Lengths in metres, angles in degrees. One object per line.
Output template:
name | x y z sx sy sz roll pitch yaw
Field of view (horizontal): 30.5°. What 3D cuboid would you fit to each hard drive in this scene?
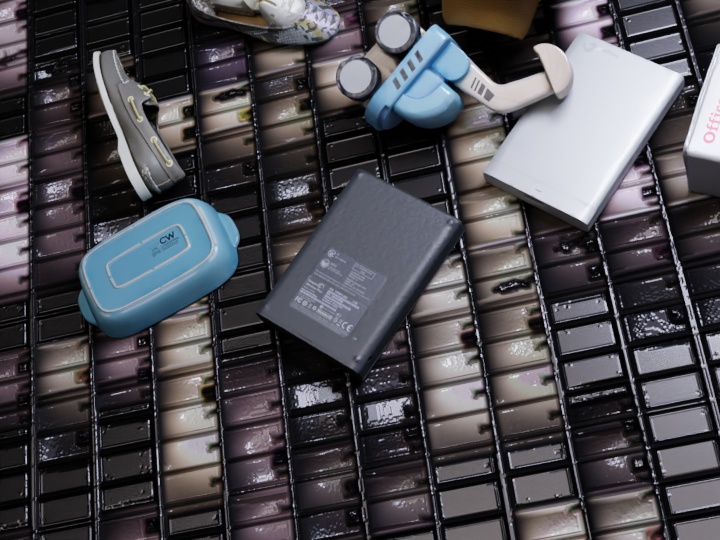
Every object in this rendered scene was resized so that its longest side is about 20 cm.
hard drive | 0.000 0.000 1.413 0.139 0.033 0.200 29 76 25
hard drive | 0.241 -0.152 1.425 0.132 0.026 0.200 29 76 25

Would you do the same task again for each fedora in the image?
fedora | 0.144 -0.304 1.463 0.200 0.200 0.082 20 109 22

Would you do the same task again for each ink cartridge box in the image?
ink cartridge box | 0.442 -0.139 1.332 0.199 0.083 0.146 15 71 21

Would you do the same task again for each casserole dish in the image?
casserole dish | -0.231 -0.009 1.476 0.200 0.039 0.121 -29 62 -1

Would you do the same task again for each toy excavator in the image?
toy excavator | 0.105 -0.206 1.443 0.200 0.100 0.195 43 98 11

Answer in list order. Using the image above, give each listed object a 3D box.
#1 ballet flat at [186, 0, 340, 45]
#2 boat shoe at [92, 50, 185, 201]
ballet flat | -0.123 -0.314 1.573 0.200 0.072 0.072 14 70 20
boat shoe | -0.261 -0.178 1.546 0.060 0.072 0.202 -23 68 1
